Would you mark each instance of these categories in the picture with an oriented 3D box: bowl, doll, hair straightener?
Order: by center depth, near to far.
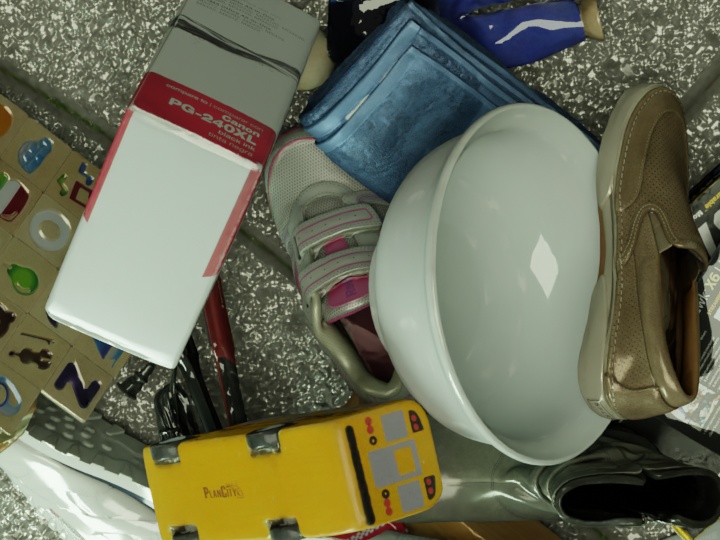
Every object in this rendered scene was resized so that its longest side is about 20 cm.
[{"bbox_3d":[0.068,0.010,1.382,0.090,0.201,0.202,-6,103,39],"label":"bowl"},{"bbox_3d":[0.044,-0.143,1.466,0.199,0.048,0.137,-12,108,7],"label":"doll"},{"bbox_3d":[-0.109,0.075,1.507,0.077,0.041,0.201,-15,87,9],"label":"hair straightener"}]

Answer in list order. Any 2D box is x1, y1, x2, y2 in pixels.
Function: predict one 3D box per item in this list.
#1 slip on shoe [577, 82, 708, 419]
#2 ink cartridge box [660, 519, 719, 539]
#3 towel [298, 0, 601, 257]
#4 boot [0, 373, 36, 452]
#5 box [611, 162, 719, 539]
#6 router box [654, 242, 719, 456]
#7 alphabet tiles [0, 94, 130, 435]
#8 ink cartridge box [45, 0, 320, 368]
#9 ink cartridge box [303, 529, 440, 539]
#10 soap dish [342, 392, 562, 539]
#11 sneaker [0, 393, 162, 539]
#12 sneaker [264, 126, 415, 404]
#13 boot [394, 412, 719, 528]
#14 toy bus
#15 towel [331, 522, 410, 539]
[{"bbox_3d":[0.171,-0.013,1.392,0.060,0.076,0.201,-6,63,40],"label":"slip on shoe"},{"bbox_3d":[0.198,0.262,1.541,0.199,0.044,0.174,-21,75,9],"label":"ink cartridge box"},{"bbox_3d":[0.069,-0.066,1.452,0.200,0.049,0.112,35,113,-18],"label":"towel"},{"bbox_3d":[-0.248,0.008,1.482,0.175,0.066,0.200,-38,73,22],"label":"boot"},{"bbox_3d":[0.221,0.043,1.491,0.200,0.049,0.160,-42,94,12],"label":"box"},{"bbox_3d":[0.273,0.030,1.421,0.157,0.052,0.200,31,101,7],"label":"router box"},{"bbox_3d":[-0.216,-0.007,1.448,0.200,0.006,0.167,38,69,-15],"label":"alphabet tiles"},{"bbox_3d":[-0.097,-0.063,1.394,0.083,0.200,0.146,23,121,-3],"label":"ink cartridge box"},{"bbox_3d":[0.043,0.258,1.434,0.199,0.041,0.200,10,98,6],"label":"ink cartridge box"},{"bbox_3d":[0.030,0.195,1.510,0.200,0.081,0.158,38,101,4],"label":"soap dish"},{"bbox_3d":[-0.174,0.139,1.534,0.200,0.076,0.081,30,112,0],"label":"sneaker"},{"bbox_3d":[0.000,0.000,1.468,0.081,0.088,0.200,-30,80,10],"label":"sneaker"},{"bbox_3d":[0.099,0.118,1.401,0.199,0.131,0.068,-2,95,-14],"label":"boot"},{"bbox_3d":[-0.045,0.117,1.400,0.078,0.200,0.065,-15,92,-36],"label":"toy bus"},{"bbox_3d":[0.000,0.241,1.469,0.144,0.022,0.200,-31,92,10],"label":"towel"}]
